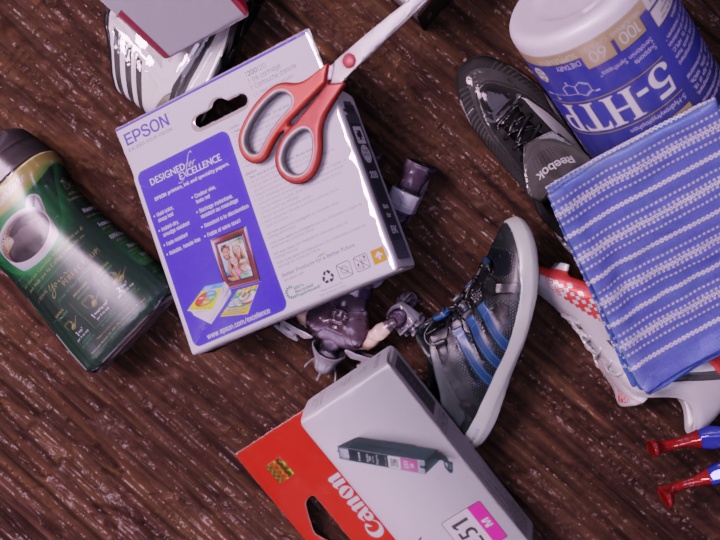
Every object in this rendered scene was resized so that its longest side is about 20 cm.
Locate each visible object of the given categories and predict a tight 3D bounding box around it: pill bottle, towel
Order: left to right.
[{"bbox_3d":[0.212,-0.141,1.024,0.119,0.120,0.200,-38,119,6],"label":"pill bottle"},{"bbox_3d":[0.238,-0.012,1.011,0.144,0.024,0.201,-28,116,4],"label":"towel"}]

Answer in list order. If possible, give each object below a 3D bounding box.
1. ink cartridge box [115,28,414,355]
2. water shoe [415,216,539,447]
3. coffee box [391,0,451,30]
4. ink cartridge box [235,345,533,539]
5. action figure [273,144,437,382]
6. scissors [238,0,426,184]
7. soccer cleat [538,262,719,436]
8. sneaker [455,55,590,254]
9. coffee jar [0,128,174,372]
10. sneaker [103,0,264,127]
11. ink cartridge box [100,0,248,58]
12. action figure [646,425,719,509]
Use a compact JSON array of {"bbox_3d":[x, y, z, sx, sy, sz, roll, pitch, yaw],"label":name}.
[{"bbox_3d":[-0.080,-0.060,1.073,0.197,0.043,0.202,-22,85,22],"label":"ink cartridge box"},{"bbox_3d":[0.087,0.052,1.080,0.078,0.072,0.202,10,107,-12],"label":"water shoe"},{"bbox_3d":[0.001,-0.290,1.064,0.200,0.113,0.080,42,96,0],"label":"coffee box"},{"bbox_3d":[0.016,0.187,1.094,0.173,0.044,0.201,-35,102,18],"label":"ink cartridge box"},{"bbox_3d":[0.000,0.000,1.109,0.129,0.069,0.202,19,99,-4],"label":"action figure"},{"bbox_3d":[-0.021,-0.155,1.014,0.073,0.014,0.201,40,107,17],"label":"scissors"},{"bbox_3d":[0.213,0.062,1.093,0.199,0.069,0.086,28,92,-2],"label":"soccer cleat"},{"bbox_3d":[0.148,-0.092,1.075,0.066,0.090,0.201,-36,90,6],"label":"sneaker"},{"bbox_3d":[-0.252,-0.019,1.118,0.104,0.085,0.200,-43,90,10],"label":"coffee jar"},{"bbox_3d":[-0.145,-0.223,1.099,0.114,0.076,0.202,26,98,1],"label":"sneaker"},{"bbox_3d":[-0.173,-0.289,1.026,0.083,0.145,0.202,-25,63,14],"label":"ink cartridge box"},{"bbox_3d":[0.332,0.138,1.037,0.198,0.099,0.066,-16,93,0],"label":"action figure"}]
